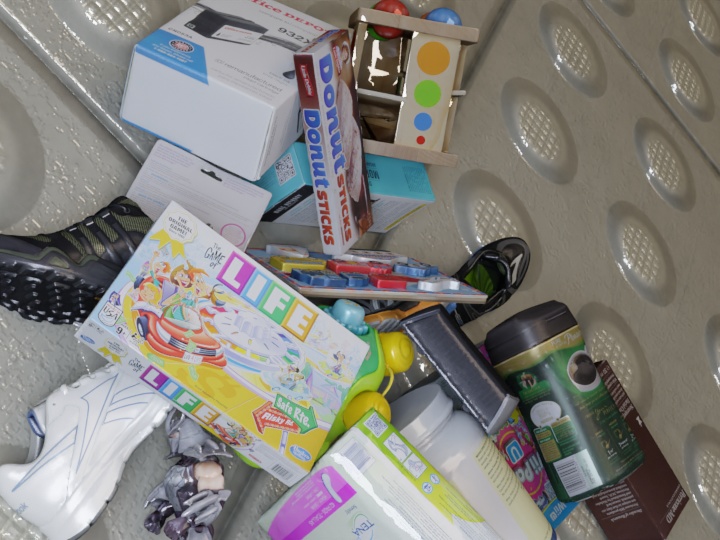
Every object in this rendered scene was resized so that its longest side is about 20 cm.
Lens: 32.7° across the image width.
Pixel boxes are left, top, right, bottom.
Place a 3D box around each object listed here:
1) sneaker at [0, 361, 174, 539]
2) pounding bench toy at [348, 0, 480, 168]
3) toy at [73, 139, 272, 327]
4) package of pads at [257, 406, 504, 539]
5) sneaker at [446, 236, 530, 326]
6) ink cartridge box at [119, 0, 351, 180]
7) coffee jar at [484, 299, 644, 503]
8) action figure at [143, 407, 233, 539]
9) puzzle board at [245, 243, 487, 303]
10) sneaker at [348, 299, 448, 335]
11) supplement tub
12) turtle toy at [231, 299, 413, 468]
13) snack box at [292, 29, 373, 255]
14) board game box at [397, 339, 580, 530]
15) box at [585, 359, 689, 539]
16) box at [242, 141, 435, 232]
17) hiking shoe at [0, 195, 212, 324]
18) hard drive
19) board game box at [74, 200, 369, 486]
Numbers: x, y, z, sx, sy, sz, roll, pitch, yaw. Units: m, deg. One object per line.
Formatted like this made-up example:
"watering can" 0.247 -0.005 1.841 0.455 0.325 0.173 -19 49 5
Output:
"sneaker" -0.199 0.108 0.936 0.087 0.074 0.200 39 58 -12
"pounding bench toy" 0.040 -0.201 1.304 0.124 0.200 0.157 9 97 -7
"toy" -0.169 -0.008 1.075 0.115 0.047 0.200 26 55 -5
"package of pads" 0.013 0.213 0.980 0.154 0.200 0.068 45 57 5
"sneaker" 0.149 0.011 1.398 0.199 0.083 0.071 -32 92 -52
"ink cartridge box" -0.114 -0.187 1.173 0.145 0.084 0.200 24 35 8
"coffee jar" 0.211 0.134 1.286 0.104 0.085 0.201 -18 81 -49
"action figure" -0.128 0.205 0.940 0.069 0.130 0.201 -7 85 -13
"puzzle board" 0.000 0.000 1.167 0.199 0.151 0.017 4 104 -29
"sneaker" 0.009 0.038 1.243 0.077 0.078 0.200 53 33 13
"supplement tub" 0.080 0.221 1.138 0.200 0.145 0.145 55 38 -6
"turtle toy" -0.049 0.098 1.062 0.101 0.145 0.200 59 35 -28
"snack box" -0.024 -0.119 1.154 0.072 0.024 0.201 -45 135 -50
"board game box" 0.143 0.186 1.297 0.147 0.064 0.201 -29 90 -51
"box" 0.294 0.218 1.437 0.200 0.075 0.100 59 38 -4
"box" -0.019 -0.083 1.272 0.200 0.082 0.049 4 63 -47
"hiking shoe" -0.216 -0.012 0.998 0.199 0.076 0.101 10 51 -22
"hard drive" 0.096 0.089 1.146 0.135 0.042 0.200 52 3 8
"board game box" -0.101 0.055 0.949 0.200 0.034 0.135 36 48 -11
